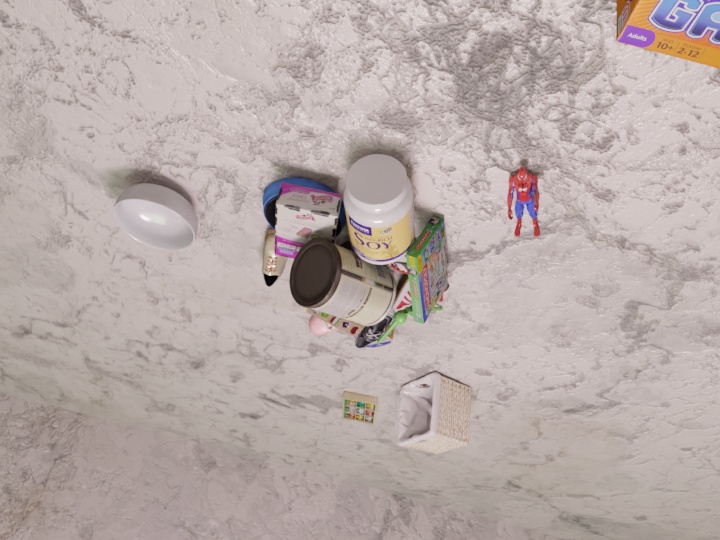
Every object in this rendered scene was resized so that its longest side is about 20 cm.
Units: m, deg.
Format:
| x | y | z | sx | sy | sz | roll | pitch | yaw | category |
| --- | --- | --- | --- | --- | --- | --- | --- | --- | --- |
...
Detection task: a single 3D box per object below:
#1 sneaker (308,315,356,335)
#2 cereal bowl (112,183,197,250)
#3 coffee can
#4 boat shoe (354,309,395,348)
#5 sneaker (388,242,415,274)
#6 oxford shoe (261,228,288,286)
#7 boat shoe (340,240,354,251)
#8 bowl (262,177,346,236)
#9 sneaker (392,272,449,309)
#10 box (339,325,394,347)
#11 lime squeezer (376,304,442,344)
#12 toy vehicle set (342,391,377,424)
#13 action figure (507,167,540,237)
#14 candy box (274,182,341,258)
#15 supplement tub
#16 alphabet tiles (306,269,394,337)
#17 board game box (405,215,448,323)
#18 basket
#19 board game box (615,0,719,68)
| x | y | z | sx | sy | sz | roll | pitch | yaw | category |
| --- | --- | --- | --- | --- | --- | --- | --- | --- | --- |
| -0.052 | 0.111 | 1.882 | 0.197 | 0.105 | 0.076 | -31 | 103 | 10 | sneaker |
| -0.471 | -0.137 | 1.723 | 0.195 | 0.085 | 0.202 | 9 | 150 | 5 | cereal bowl |
| -0.036 | 0.029 | 1.601 | 0.144 | 0.150 | 0.198 | -16 | 155 | 38 | coffee can |
| 0.033 | 0.154 | 1.949 | 0.070 | 0.069 | 0.200 | 20 | 150 | -19 | boat shoe |
| 0.086 | -0.052 | 1.674 | 0.197 | 0.072 | 0.098 | 24 | 150 | -16 | sneaker |
| -0.209 | -0.028 | 1.813 | 0.069 | 0.075 | 0.201 | 12 | 149 | 0 | oxford shoe |
| 0.000 | 0.000 | 1.794 | 0.059 | 0.073 | 0.200 | -32 | 133 | 12 | boat shoe |
| -0.127 | -0.129 | 1.657 | 0.195 | 0.040 | 0.202 | 9 | 148 | 5 | bowl |
| 0.149 | 0.052 | 1.820 | 0.110 | 0.073 | 0.201 | 20 | 146 | -6 | sneaker |
| 0.005 | 0.156 | 2.073 | 0.117 | 0.042 | 0.199 | -14 | 142 | 37 | box |
| 0.127 | 0.123 | 1.890 | 0.197 | 0.038 | 0.072 | -27 | 123 | -13 | lime squeezer |
| -0.003 | 0.492 | 2.627 | 0.121 | 0.027 | 0.202 | 10 | 149 | 4 | toy vehicle set |
| 0.327 | -0.116 | 1.466 | 0.064 | 0.101 | 0.202 | 0 | 145 | 17 | action figure |
| -0.117 | -0.097 | 1.605 | 0.133 | 0.062 | 0.201 | 12 | 150 | -2 | candy box |
| 0.039 | -0.123 | 1.504 | 0.141 | 0.148 | 0.202 | 6 | 149 | 10 | supplement tub |
| -0.012 | 0.058 | 1.782 | 0.165 | 0.008 | 0.201 | 29 | 109 | -33 | alphabet tiles |
| 0.150 | 0.000 | 1.631 | 0.029 | 0.135 | 0.203 | 16 | 139 | 26 | board game box |
| 0.234 | 0.455 | 2.326 | 0.158 | 0.205 | 0.197 | 20 | 149 | -25 | basket |
| 0.437 | -0.392 | 0.873 | 0.195 | 0.204 | 0.201 | 13 | 149 | -2 | board game box |
